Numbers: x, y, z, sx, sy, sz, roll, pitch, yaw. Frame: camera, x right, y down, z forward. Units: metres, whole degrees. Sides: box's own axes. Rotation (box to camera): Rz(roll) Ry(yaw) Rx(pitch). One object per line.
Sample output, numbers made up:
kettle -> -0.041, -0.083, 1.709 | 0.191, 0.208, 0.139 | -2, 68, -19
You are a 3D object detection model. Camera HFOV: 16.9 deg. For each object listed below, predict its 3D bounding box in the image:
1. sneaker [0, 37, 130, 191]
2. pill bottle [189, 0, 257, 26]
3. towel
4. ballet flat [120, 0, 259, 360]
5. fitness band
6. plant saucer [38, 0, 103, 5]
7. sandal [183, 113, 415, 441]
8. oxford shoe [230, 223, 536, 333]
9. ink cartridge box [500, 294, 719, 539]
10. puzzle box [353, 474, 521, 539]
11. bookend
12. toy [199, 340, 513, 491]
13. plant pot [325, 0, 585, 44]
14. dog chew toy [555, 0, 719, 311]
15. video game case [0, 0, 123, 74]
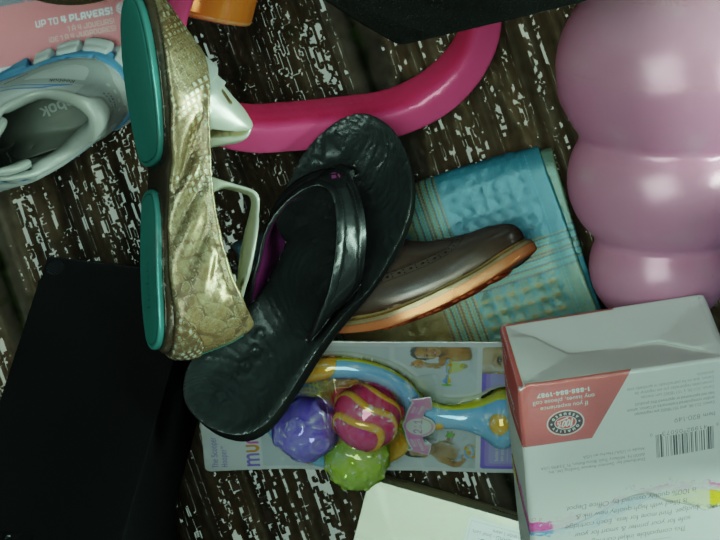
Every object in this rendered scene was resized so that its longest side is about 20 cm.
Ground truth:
sneaker -> -0.225, -0.073, 1.400 | 0.200, 0.087, 0.075 | -23, 109, 16
pill bottle -> -0.074, -0.240, 1.356 | 0.106, 0.106, 0.200 | 15, 100, 7
towel -> 0.039, 0.022, 1.413 | 0.200, 0.022, 0.147 | -17, 93, 12
ballet flat -> -0.089, -0.054, 1.294 | 0.065, 0.070, 0.201 | -5, 93, -19
fitness band -> -0.019, -0.133, 1.345 | 0.200, 0.037, 0.144 | -6, 126, -15
plant saucer -> -0.162, -0.241, 1.277 | 0.200, 0.034, 0.201 | 3, 96, 29
sandal -> -0.030, 0.000, 1.324 | 0.075, 0.048, 0.201 | 23, 75, 16
oxford shoe -> 0.000, 0.000, 1.372 | 0.200, 0.071, 0.073 | -17, 89, 13
ink cartridge box -> 0.145, 0.120, 1.342 | 0.116, 0.068, 0.200 | -8, 122, -2
puzzle box -> 0.085, 0.210, 1.424 | 0.200, 0.025, 0.133 | 16, 98, 6
bookend -> -0.151, 0.133, 1.405 | 0.092, 0.199, 0.200 | 7, 53, 8
toy -> 0.007, 0.090, 1.370 | 0.199, 0.047, 0.115 | -2, 135, -1
plant pot -> 0.046, -0.231, 1.213 | 0.200, 0.200, 0.177 | -10, 131, 40
dog chew toy -> 0.167, -0.062, 1.338 | 0.124, 0.125, 0.200 | 3, 105, 8
video game case -> -0.188, -0.219, 1.421 | 0.143, 0.017, 0.200 | -9, 95, 10
